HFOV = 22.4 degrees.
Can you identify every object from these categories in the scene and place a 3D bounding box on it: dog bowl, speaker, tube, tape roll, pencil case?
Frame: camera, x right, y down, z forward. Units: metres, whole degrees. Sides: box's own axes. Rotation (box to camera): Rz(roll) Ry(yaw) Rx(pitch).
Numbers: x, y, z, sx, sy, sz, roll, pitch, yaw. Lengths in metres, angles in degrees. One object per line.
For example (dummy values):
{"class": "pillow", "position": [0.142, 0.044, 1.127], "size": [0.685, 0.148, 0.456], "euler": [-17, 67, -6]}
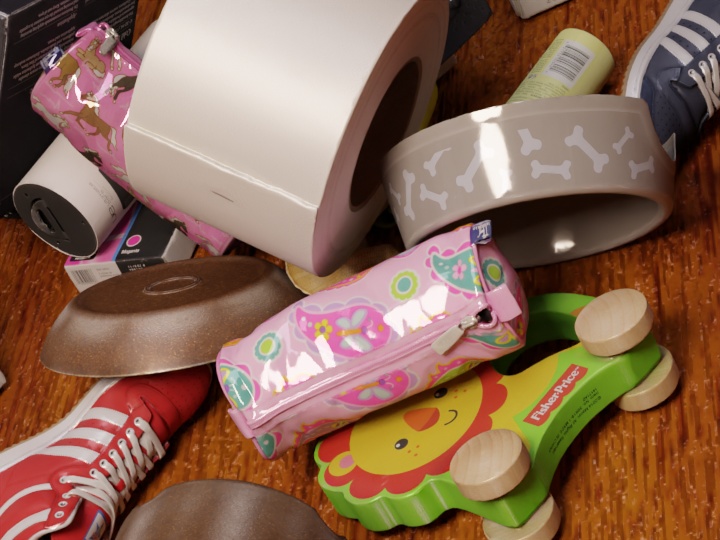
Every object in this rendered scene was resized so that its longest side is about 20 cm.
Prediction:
{"class": "dog bowl", "position": [0.112, -0.051, 1.178], "size": [0.198, 0.200, 0.059], "euler": [-13, 74, 17]}
{"class": "speaker", "position": [-0.188, -0.106, 1.439], "size": [0.081, 0.082, 0.201], "euler": [7, 49, 36]}
{"class": "tube", "position": [0.115, -0.092, 1.331], "size": [0.200, 0.052, 0.058], "euler": [-53, 3, -24]}
{"class": "tape roll", "position": [-0.044, -0.114, 1.180], "size": [0.138, 0.203, 0.203], "euler": [24, 55, 11]}
{"class": "pencil case", "position": [0.010, 0.044, 1.134], "size": [0.199, 0.088, 0.088], "euler": [-24, 37, 16]}
{"class": "pencil case", "position": [-0.149, -0.096, 1.349], "size": [0.200, 0.087, 0.083], "euler": [40, 69, 2]}

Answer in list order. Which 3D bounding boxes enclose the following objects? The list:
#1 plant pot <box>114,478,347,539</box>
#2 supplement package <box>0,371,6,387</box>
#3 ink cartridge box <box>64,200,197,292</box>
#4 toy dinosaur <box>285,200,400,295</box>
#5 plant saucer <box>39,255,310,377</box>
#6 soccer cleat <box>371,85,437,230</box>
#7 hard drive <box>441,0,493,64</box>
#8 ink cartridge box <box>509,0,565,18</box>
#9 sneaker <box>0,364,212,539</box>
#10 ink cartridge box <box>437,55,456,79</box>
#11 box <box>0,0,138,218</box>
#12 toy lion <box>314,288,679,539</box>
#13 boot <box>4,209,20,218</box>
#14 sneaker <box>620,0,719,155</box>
{"class": "plant pot", "position": [-0.085, 0.232, 0.971], "size": [0.198, 0.201, 0.199], "euler": [-12, 32, 18]}
{"class": "supplement package", "position": [-0.415, 0.087, 1.351], "size": [0.199, 0.148, 0.192], "euler": [10, 51, 38]}
{"class": "ink cartridge box", "position": [-0.159, -0.065, 1.470], "size": [0.094, 0.037, 0.201], "euler": [-6, 41, 26]}
{"class": "toy dinosaur", "position": [0.000, 0.000, 1.263], "size": [0.100, 0.058, 0.201], "euler": [-12, 58, -13]}
{"class": "plant saucer", "position": [-0.129, 0.026, 1.272], "size": [0.198, 0.037, 0.201], "euler": [-10, 14, 2]}
{"class": "soccer cleat", "position": [0.013, -0.070, 1.367], "size": [0.083, 0.065, 0.200], "euler": [29, 55, 14]}
{"class": "hard drive", "position": [-0.008, -0.185, 1.345], "size": [0.200, 0.136, 0.042], "euler": [-39, 21, -19]}
{"class": "ink cartridge box", "position": [0.193, -0.309, 1.499], "size": [0.198, 0.083, 0.147], "euler": [-24, 37, 5]}
{"class": "sneaker", "position": [-0.168, 0.137, 1.214], "size": [0.199, 0.072, 0.112], "euler": [-35, 40, -10]}
{"class": "ink cartridge box", "position": [-0.039, -0.168, 1.422], "size": [0.200, 0.148, 0.085], "euler": [-40, 40, -15]}
{"class": "box", "position": [-0.269, -0.165, 1.422], "size": [0.103, 0.183, 0.200], "euler": [23, 33, 16]}
{"class": "toy lion", "position": [0.072, 0.087, 1.144], "size": [0.200, 0.069, 0.191], "euler": [-45, 34, -22]}
{"class": "boot", "position": [-0.334, -0.127, 1.604], "size": [0.198, 0.077, 0.169], "euler": [3, 50, 23]}
{"class": "sneaker", "position": [0.258, -0.144, 1.284], "size": [0.108, 0.070, 0.201], "euler": [0, 42, 33]}
